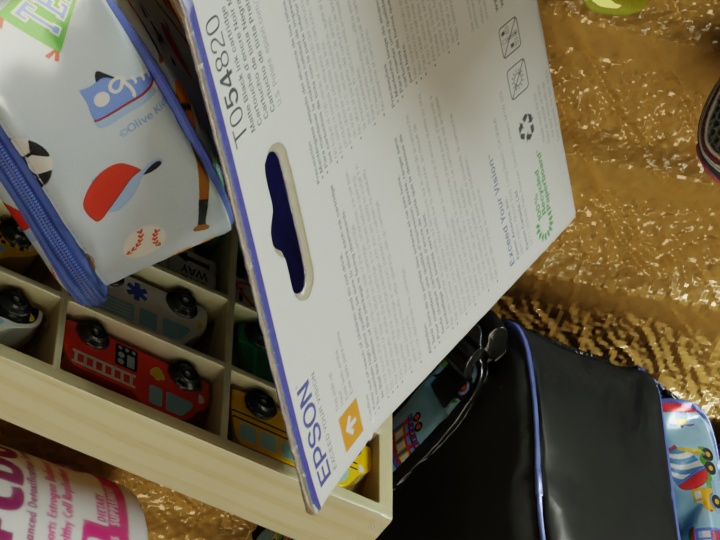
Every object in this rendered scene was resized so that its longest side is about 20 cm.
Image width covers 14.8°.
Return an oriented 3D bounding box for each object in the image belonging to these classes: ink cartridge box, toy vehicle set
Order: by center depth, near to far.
[{"bbox_3d":[-0.001,-0.055,0.934,0.040,0.200,0.201,7,124,31],"label":"ink cartridge box"},{"bbox_3d":[-0.079,0.014,0.967,0.199,0.125,0.027,24,127,-21],"label":"toy vehicle set"}]

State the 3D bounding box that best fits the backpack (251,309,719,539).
[{"bbox_3d":[0.043,0.139,1.153,0.134,0.184,0.200,17,144,-36],"label":"backpack"}]

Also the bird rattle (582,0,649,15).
[{"bbox_3d":[0.142,-0.155,0.914,0.112,0.164,0.201,-9,145,-24],"label":"bird rattle"}]

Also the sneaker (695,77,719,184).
[{"bbox_3d":[0.189,-0.104,0.999,0.074,0.081,0.200,5,136,-48],"label":"sneaker"}]

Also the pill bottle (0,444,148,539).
[{"bbox_3d":[-0.197,0.115,1.138,0.199,0.114,0.114,20,127,-24],"label":"pill bottle"}]

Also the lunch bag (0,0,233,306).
[{"bbox_3d":[-0.114,-0.097,0.904,0.075,0.200,0.161,-30,132,2],"label":"lunch bag"}]

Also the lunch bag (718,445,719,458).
[{"bbox_3d":[0.210,0.123,1.217,0.199,0.076,0.160,-29,127,19],"label":"lunch bag"}]
